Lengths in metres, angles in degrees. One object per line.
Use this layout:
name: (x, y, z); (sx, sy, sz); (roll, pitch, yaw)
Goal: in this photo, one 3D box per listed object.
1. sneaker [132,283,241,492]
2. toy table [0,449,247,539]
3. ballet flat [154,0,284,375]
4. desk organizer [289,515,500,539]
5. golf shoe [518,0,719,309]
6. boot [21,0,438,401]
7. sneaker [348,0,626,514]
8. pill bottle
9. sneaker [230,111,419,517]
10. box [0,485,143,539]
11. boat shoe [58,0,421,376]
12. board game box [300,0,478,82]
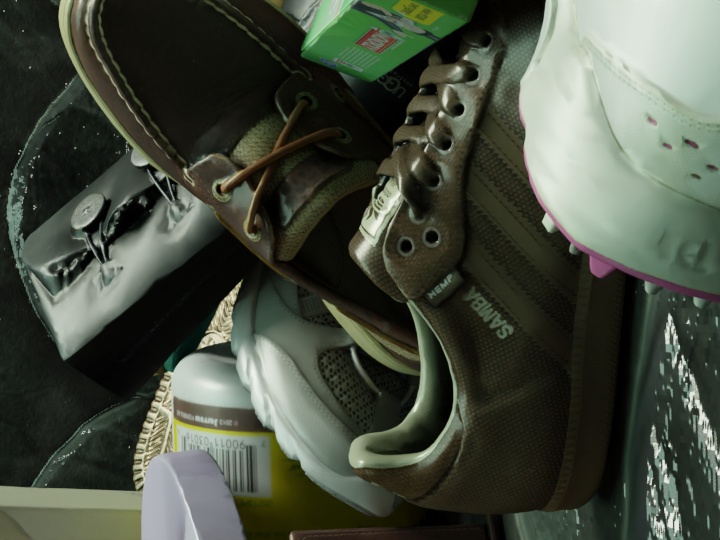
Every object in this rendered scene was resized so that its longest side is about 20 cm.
sneaker: (-0.041, 0.046, 1.188); (0.070, 0.108, 0.201); (22, 85, 39)
toy table: (-0.100, 0.171, 0.836); (0.184, 0.117, 0.201); (115, 146, -55)
ballet flat: (-0.068, -0.055, 0.960); (0.201, 0.063, 0.069); (-67, -12, 0)
desk organizer: (0.020, 0.190, 0.774); (0.072, 0.077, 0.201); (99, 166, -52)
golf shoe: (0.068, -0.084, 0.470); (0.200, 0.075, 0.092); (-103, 29, -45)
boot: (-0.052, -0.064, 0.878); (0.200, 0.066, 0.165); (-46, 28, 18)
sneaker: (0.035, -0.023, 0.631); (0.070, 0.075, 0.201); (-121, 31, -73)
pill bottle: (-0.024, 0.133, 0.947); (0.109, 0.109, 0.201); (-139, 47, -79)
sneaker: (0.000, 0.000, 0.856); (0.082, 0.075, 0.201); (-33, 46, 29)
box: (-0.150, 0.135, 0.955); (0.068, 0.199, 0.083); (8, 89, 49)
boat shoe: (-0.019, -0.034, 0.756); (0.200, 0.072, 0.072); (48, 175, -19)
board game box: (0.027, -0.130, 0.656); (0.200, 0.029, 0.135); (-173, 103, -83)
